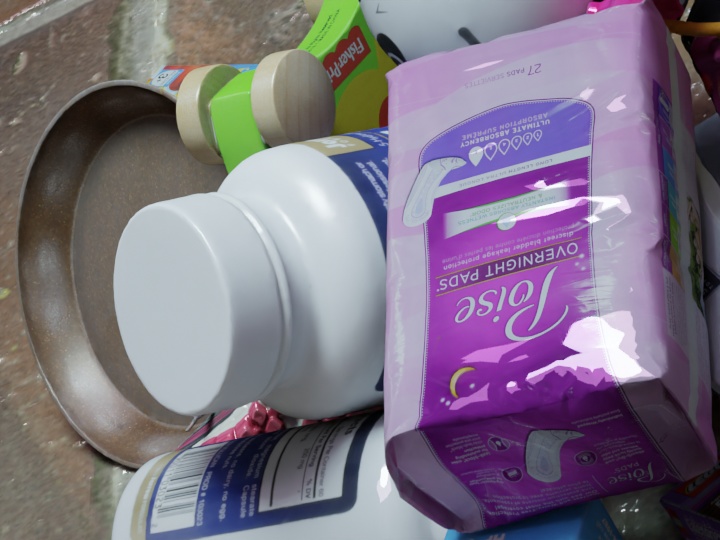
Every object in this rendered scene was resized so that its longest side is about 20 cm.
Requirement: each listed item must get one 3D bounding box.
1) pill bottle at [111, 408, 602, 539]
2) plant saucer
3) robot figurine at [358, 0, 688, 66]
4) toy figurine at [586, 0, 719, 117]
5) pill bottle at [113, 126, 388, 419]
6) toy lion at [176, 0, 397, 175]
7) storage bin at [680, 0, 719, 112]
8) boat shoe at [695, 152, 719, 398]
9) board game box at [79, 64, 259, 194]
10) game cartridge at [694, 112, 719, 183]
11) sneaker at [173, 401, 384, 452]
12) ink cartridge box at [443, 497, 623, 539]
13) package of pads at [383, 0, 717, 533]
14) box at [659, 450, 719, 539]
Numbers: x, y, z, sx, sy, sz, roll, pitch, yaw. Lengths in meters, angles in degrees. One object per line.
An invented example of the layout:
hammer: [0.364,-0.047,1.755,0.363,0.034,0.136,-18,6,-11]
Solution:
pill bottle: [0.001,0.119,1.223,0.199,0.111,0.111,-13,34,30]
plant saucer: [-0.107,0.001,1.460,0.034,0.202,0.200,-7,8,-42]
robot figurine: [0.080,-0.144,1.327,0.150,0.126,0.200,22,19,26]
toy figurine: [0.190,-0.093,1.212,0.184,0.200,0.151,4,65,51]
pill bottle: [0.000,0.000,1.222,0.199,0.121,0.119,-12,15,-36]
toy lion: [0.015,-0.055,1.382,0.068,0.193,0.200,-8,27,37]
storage bin: [0.271,-0.127,1.362,0.199,0.094,0.136,-9,36,32]
boat shoe: [0.144,0.007,1.152,0.072,0.066,0.200,-44,36,0]
board game box: [-0.048,-0.042,1.517,0.199,0.103,0.105,4,44,46]
game cartridge: [0.128,0.009,1.299,0.200,0.041,0.133,-40,31,16]
sneaker: [-0.034,0.070,1.344,0.200,0.081,0.075,-38,13,6]
ink cartridge box: [0.058,0.195,1.048,0.067,0.116,0.200,-12,34,30]
package of pads: [0.071,-0.005,1.102,0.120,0.076,0.201,-16,49,22]
box: [0.228,0.055,1.139,0.200,0.039,0.137,-37,10,-10]
